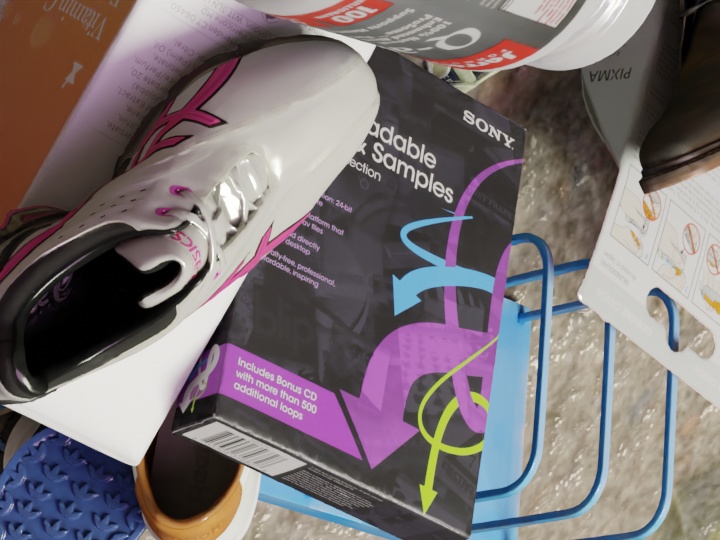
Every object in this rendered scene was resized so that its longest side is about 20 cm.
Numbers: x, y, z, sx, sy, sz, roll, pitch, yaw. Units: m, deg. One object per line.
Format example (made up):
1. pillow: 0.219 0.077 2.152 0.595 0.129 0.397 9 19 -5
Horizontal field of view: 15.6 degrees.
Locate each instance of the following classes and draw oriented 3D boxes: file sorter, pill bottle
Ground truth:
1. file sorter: 0.045 0.049 1.258 0.199 0.122 0.140 21 65 -39
2. pill bottle: 0.030 -0.139 1.007 0.199 0.116 0.116 10 112 -53

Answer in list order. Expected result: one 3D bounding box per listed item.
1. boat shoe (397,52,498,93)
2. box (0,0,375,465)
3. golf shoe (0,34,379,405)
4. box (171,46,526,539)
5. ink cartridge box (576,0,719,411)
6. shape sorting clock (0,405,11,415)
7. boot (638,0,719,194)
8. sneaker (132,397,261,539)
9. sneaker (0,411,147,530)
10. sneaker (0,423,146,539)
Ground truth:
1. boat shoe: 0.028 -0.107 1.229 0.200 0.062 0.072 -42 132 -3
2. box: -0.112 -0.049 1.075 0.106 0.152 0.201 30 90 -35
3. golf shoe: -0.065 -0.014 0.968 0.200 0.092 0.073 -37 118 -15
4. box: 0.000 0.000 1.116 0.142 0.036 0.201 27 58 -33
5. ink cartridge box: 0.161 -0.044 1.306 0.162 0.050 0.201 36 66 -42
6. shape sorting clock: -0.179 -0.017 1.163 0.199 0.039 0.201 -17 125 -25
7. boot: 0.163 -0.111 1.230 0.200 0.074 0.097 -43 110 -52
8. sneaker: -0.061 0.019 1.113 0.072 0.085 0.202 1 81 3
9. sneaker: -0.072 0.089 1.273 0.199 0.077 0.076 -14 123 -27
10. sneaker: -0.103 0.069 1.188 0.201 0.070 0.078 -57 175 -5
